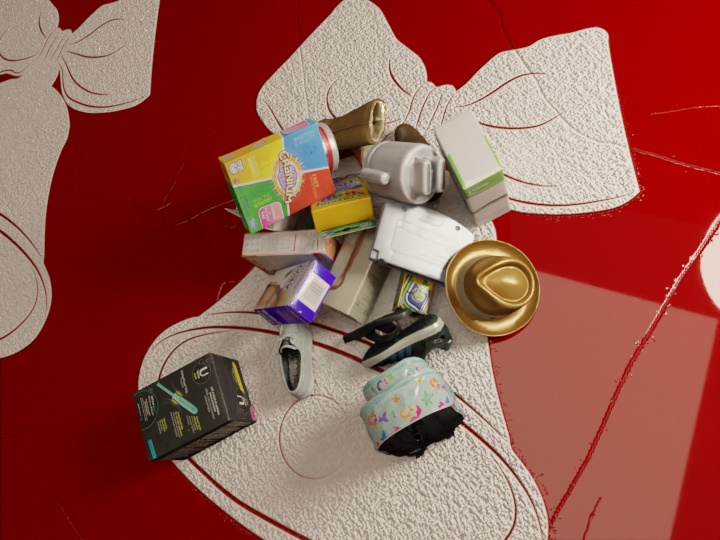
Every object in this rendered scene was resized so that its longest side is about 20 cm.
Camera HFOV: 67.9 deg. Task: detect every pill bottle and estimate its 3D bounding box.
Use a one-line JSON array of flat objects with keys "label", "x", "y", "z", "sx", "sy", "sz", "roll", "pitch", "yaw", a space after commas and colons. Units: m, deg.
[{"label": "pill bottle", "x": -0.153, "y": -0.232, "z": 1.120, "sx": 0.197, "sy": 0.111, "sz": 0.112, "roll": -22, "pitch": 64, "yaw": -22}]

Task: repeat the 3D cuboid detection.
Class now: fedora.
[{"label": "fedora", "x": 0.261, "y": 0.028, "z": 1.011, "sx": 0.196, "sy": 0.082, "sz": 0.205, "roll": 2, "pitch": 80, "yaw": -10}]

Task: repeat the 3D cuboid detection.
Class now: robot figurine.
[{"label": "robot figurine", "x": 0.080, "y": -0.196, "z": 1.060, "sx": 0.198, "sy": 0.167, "sz": 0.115, "roll": 19, "pitch": 115, "yaw": 48}]

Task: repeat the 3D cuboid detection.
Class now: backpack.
[{"label": "backpack", "x": 0.088, "y": 0.251, "z": 0.972, "sx": 0.176, "sy": 0.200, "sz": 0.152, "roll": -31, "pitch": 66, "yaw": 7}]

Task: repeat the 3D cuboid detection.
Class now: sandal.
[{"label": "sandal", "x": 0.041, "y": 0.119, "z": 1.065, "sx": 0.199, "sy": 0.075, "sz": 0.049, "roll": -32, "pitch": 81, "yaw": 50}]

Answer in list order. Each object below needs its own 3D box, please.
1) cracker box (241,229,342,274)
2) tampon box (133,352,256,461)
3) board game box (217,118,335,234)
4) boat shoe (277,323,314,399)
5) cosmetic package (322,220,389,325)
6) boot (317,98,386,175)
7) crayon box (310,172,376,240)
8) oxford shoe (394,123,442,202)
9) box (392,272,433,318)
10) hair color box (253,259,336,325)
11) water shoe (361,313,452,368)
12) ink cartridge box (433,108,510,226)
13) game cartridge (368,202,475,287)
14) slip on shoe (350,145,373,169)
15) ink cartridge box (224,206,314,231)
[{"label": "cracker box", "x": -0.142, "y": -0.038, "z": 1.174, "sx": 0.196, "sy": 0.134, "sz": 0.059, "roll": -1, "pitch": 72, "yaw": 17}, {"label": "tampon box", "x": -0.350, "y": 0.294, "z": 1.143, "sx": 0.197, "sy": 0.126, "sz": 0.152, "roll": -27, "pitch": 67, "yaw": 7}, {"label": "board game box", "x": -0.157, "y": -0.184, "z": 1.042, "sx": 0.198, "sy": 0.155, "sz": 0.040, "roll": -30, "pitch": 37, "yaw": -19}, {"label": "boat shoe", "x": -0.142, "y": 0.169, "z": 1.142, "sx": 0.069, "sy": 0.072, "sz": 0.205, "roll": -17, "pitch": 66, "yaw": 13}, {"label": "cosmetic package", "x": 0.000, "y": 0.000, "z": 1.134, "sx": 0.086, "sy": 0.103, "sz": 0.203, "roll": 20, "pitch": 79, "yaw": 25}, {"label": "boot", "x": -0.034, "y": -0.278, "z": 1.195, "sx": 0.198, "sy": 0.065, "sz": 0.179, "roll": 1, "pitch": 86, "yaw": 47}, {"label": "crayon box", "x": -0.041, "y": -0.141, "z": 1.123, "sx": 0.123, "sy": 0.052, "sz": 0.201, "roll": -13, "pitch": 30, "yaw": 0}, {"label": "oxford shoe", "x": 0.125, "y": -0.256, "z": 1.183, "sx": 0.072, "sy": 0.084, "sz": 0.203, "roll": -28, "pitch": 65, "yaw": 9}, {"label": "box", "x": 0.122, "y": -0.010, "z": 1.105, "sx": 0.063, "sy": 0.070, "sz": 0.204, "roll": 15, "pitch": 78, "yaw": -4}, {"label": "hair color box", "x": -0.141, "y": 0.050, "z": 1.113, "sx": 0.199, "sy": 0.065, "sz": 0.110, "roll": -14, "pitch": 41, "yaw": 59}, {"label": "water shoe", "x": 0.090, "y": 0.164, "z": 1.066, "sx": 0.198, "sy": 0.072, "sz": 0.079, "roll": -31, "pitch": 104, "yaw": 28}, {"label": "ink cartridge box", "x": 0.226, "y": -0.197, "z": 1.067, "sx": 0.083, "sy": 0.200, "sz": 0.148, "roll": -26, "pitch": 67, "yaw": 11}, {"label": "game cartridge", "x": 0.124, "y": -0.054, "z": 1.058, "sx": 0.196, "sy": 0.042, "sz": 0.136, "roll": 19, "pitch": 73, "yaw": -8}, {"label": "slip on shoe", "x": 0.010, "y": -0.277, "z": 1.242, "sx": 0.061, "sy": 0.073, "sz": 0.204, "roll": -29, "pitch": 68, "yaw": 42}, {"label": "ink cartridge box", "x": -0.190, "y": -0.137, "z": 1.180, "sx": 0.116, "sy": 0.199, "sz": 0.068, "roll": 27, "pitch": 103, "yaw": 23}]
